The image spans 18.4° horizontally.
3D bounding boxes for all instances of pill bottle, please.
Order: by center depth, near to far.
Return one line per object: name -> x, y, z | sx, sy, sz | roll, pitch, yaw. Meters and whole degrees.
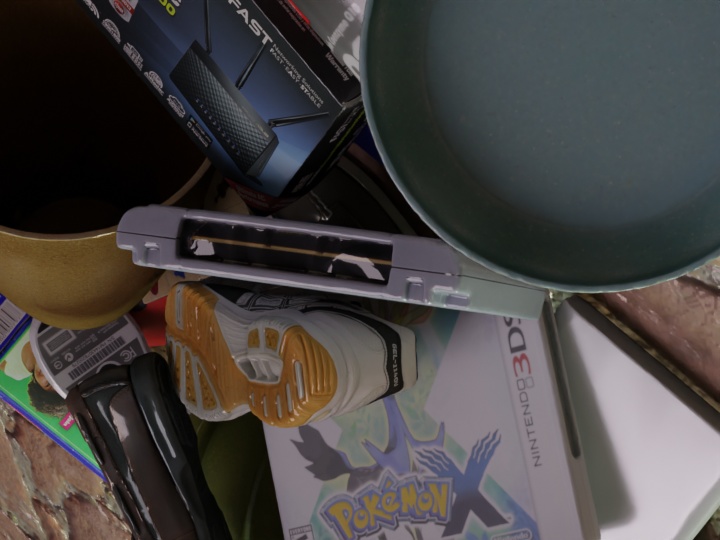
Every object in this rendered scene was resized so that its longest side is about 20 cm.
pill bottle -> 0.027, -0.142, 1.037 | 0.200, 0.114, 0.114 | 49, 152, 4

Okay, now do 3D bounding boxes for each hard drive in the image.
hard drive -> 0.110, 0.132, 1.219 | 0.132, 0.027, 0.200 | 41, 114, 17

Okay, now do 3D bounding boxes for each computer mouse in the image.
computer mouse -> -0.147, 0.098, 1.493 | 0.200, 0.110, 0.044 | 56, 170, 0

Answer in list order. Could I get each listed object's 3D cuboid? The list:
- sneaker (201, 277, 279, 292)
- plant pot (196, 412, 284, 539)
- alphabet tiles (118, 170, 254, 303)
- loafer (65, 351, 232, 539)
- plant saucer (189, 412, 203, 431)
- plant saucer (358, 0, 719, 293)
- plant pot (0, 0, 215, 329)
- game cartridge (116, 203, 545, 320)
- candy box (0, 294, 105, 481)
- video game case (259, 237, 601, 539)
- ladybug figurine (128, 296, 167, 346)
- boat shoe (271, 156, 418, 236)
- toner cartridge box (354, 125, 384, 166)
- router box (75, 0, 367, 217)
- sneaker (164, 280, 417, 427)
sneaker -> -0.088, 0.055, 1.489 | 0.082, 0.075, 0.200 | 21, 141, 42
plant pot -> 0.019, 0.160, 1.372 | 0.190, 0.200, 0.200 | 6, 130, 38
alphabet tiles -> -0.122, -0.073, 1.373 | 0.200, 0.006, 0.167 | -22, 86, 49
loafer -> -0.114, 0.149, 1.297 | 0.072, 0.063, 0.200 | -39, -69, -83
plant saucer -> -0.061, 0.164, 1.455 | 0.031, 0.200, 0.200 | 10, 133, 39
plant saucer -> 0.100, -0.091, 0.954 | 0.200, 0.200, 0.036 | 50, -172, 0
plant pot -> -0.171, -0.050, 1.299 | 0.186, 0.186, 0.200 | 41, 155, 17
game cartridge -> -0.011, -0.004, 1.167 | 0.200, 0.041, 0.133 | 8, 176, 26
candy box -> -0.211, 0.081, 1.606 | 0.200, 0.077, 0.169 | 42, 174, -32
video game case -> 0.028, 0.081, 1.236 | 0.200, 0.022, 0.183 | -17, 80, 35
ladybug figurine -> -0.161, -0.010, 1.523 | 0.136, 0.072, 0.200 | 39, 151, 20
boat shoe -> 0.001, -0.001, 1.306 | 0.202, 0.060, 0.072 | 44, 152, 12
toner cartridge box -> 0.014, -0.107, 1.177 | 0.200, 0.043, 0.095 | 40, 152, 20
router box -> -0.072, -0.140, 1.149 | 0.200, 0.062, 0.150 | 49, 151, 4
sneaker -> -0.040, 0.047, 1.234 | 0.200, 0.088, 0.076 | 18, 112, 58
